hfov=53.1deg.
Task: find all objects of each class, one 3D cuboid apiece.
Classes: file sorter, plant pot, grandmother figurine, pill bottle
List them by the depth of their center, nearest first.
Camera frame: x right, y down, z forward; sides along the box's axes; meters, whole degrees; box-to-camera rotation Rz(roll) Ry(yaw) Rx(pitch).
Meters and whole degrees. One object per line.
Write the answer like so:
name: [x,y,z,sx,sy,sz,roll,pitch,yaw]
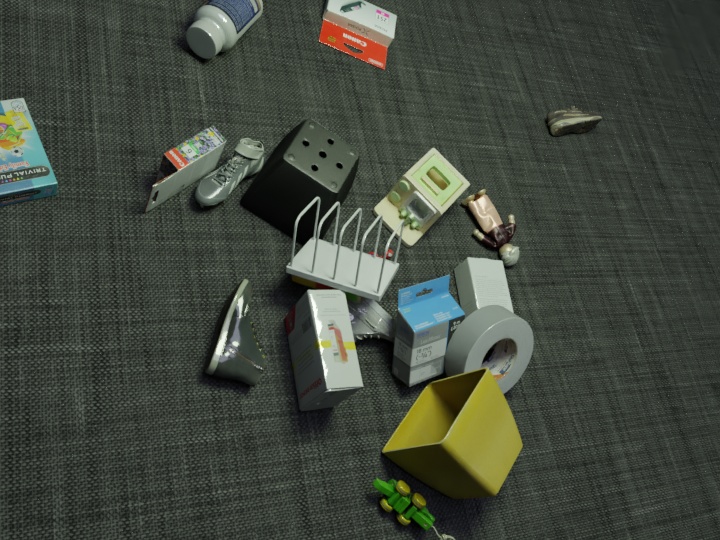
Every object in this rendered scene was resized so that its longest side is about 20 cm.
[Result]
file sorter: [-0.027,-0.051,1.432,0.198,0.126,0.139,16,31,12]
plant pot: [0.200,0.341,1.434,0.177,0.200,0.200,49,54,-10]
plant pot: [-0.111,-0.201,1.559,0.199,0.177,0.200,33,55,-8]
pill bottle: [-0.322,-0.588,1.694,0.111,0.111,0.201,34,55,-6]
grandmother figurine: [0.338,-0.104,1.808,0.120,0.061,0.201,-26,80,-6]

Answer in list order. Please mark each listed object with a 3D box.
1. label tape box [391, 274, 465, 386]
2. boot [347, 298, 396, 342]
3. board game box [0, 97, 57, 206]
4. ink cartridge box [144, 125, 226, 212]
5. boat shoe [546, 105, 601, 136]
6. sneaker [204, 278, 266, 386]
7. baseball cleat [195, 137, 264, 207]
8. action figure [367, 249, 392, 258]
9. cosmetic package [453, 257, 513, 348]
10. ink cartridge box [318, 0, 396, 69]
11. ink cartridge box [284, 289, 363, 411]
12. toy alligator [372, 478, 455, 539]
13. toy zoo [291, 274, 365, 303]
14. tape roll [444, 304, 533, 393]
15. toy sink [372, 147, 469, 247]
label tape box: [0.144,0.126,1.506,0.143,0.202,0.063,-16,31,-33]
boot: [0.018,0.120,1.532,0.200,0.074,0.096,45,84,-15]
board game box: [-0.684,-0.223,1.364,0.150,0.047,0.201,-19,74,-32]
ink cartridge box: [-0.371,-0.209,1.474,0.050,0.109,0.200,47,54,3]
boat shoe: [0.629,-0.450,2.117,0.198,0.075,0.074,-12,71,-32]
sneaker: [-0.224,0.123,1.405,0.106,0.075,0.202,24,66,-19]
baseball cleat: [-0.277,-0.219,1.528,0.069,0.107,0.200,32,49,9]
action figure: [0.000,0.000,1.587,0.199,0.052,0.065,-29,64,-37]
cosmetic package: [0.291,0.077,1.677,0.100,0.071,0.202,5,63,-24]
ink cartridge box: [-0.006,-0.648,1.925,0.198,0.044,0.175,18,57,-17]
ink cartridge box: [-0.075,0.157,1.410,0.083,0.145,0.202,1,65,-28]
toy alligator: [0.105,0.462,1.400,0.200,0.059,0.054,39,14,-3]
toy zoo: [-0.053,0.000,1.514,0.198,0.021,0.131,16,37,25]
tape roll: [0.277,0.178,1.544,0.199,0.202,0.066,-12,28,-31]
toy sink: [0.146,-0.175,1.711,0.130,0.112,0.200,45,54,2]
